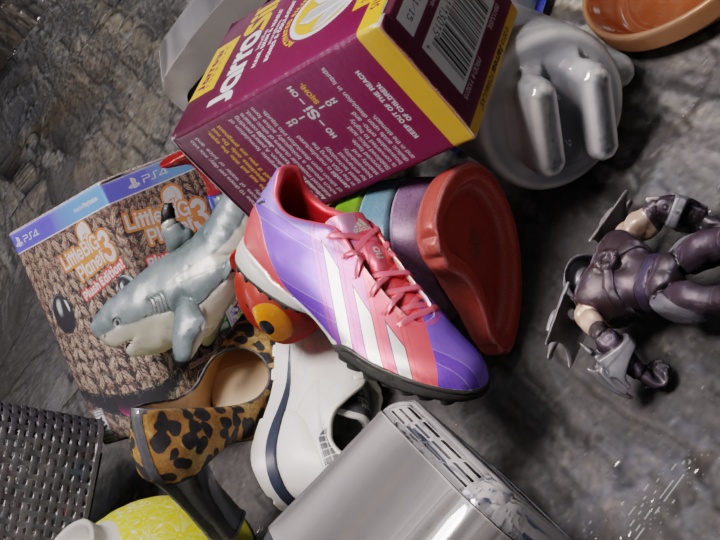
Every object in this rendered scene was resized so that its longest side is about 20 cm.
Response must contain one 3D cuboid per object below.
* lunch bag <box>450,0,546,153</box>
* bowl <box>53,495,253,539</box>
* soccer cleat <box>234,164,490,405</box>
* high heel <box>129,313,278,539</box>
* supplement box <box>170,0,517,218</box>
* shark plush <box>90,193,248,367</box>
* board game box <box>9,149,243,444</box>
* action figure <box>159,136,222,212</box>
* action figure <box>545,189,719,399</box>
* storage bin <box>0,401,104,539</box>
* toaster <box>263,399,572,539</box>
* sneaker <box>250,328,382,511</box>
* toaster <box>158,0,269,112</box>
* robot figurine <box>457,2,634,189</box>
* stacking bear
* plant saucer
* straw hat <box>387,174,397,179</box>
[{"bbox_3d":[0.057,-0.218,1.112,0.123,0.169,0.202,-20,39,54],"label":"lunch bag"},{"bbox_3d":[-0.180,0.243,1.009,0.200,0.107,0.201,-39,29,27],"label":"bowl"},{"bbox_3d":[0.002,0.008,0.828,0.199,0.068,0.074,35,116,34],"label":"soccer cleat"},{"bbox_3d":[-0.106,0.075,0.979,0.070,0.143,0.202,-7,50,21],"label":"high heel"},{"bbox_3d":[-0.011,-0.130,0.913,0.199,0.103,0.132,-22,35,40],"label":"supplement box"},{"bbox_3d":[-0.121,-0.016,1.009,0.201,0.083,0.091,-59,-3,21],"label":"shark plush"},{"bbox_3d":[-0.181,0.025,1.151,0.096,0.202,0.159,-27,4,-43],"label":"board game box"},{"bbox_3d":[-0.091,-0.022,1.086,0.051,0.201,0.066,-24,28,17],"label":"action figure"},{"bbox_3d":[0.177,0.007,0.763,0.199,0.069,0.132,-9,57,60],"label":"action figure"},{"bbox_3d":[-0.283,0.216,1.138,0.135,0.092,0.203,165,115,-68],"label":"storage bin"},{"bbox_3d":[0.035,0.161,0.752,0.130,0.113,0.200,-50,25,0],"label":"toaster"},{"bbox_3d":[-0.019,0.081,0.999,0.080,0.076,0.202,-20,44,28],"label":"sneaker"},{"bbox_3d":[-0.082,-0.208,1.291,0.181,0.199,0.119,-45,23,13],"label":"toaster"},{"bbox_3d":[0.111,-0.128,0.974,0.167,0.115,0.200,-14,23,-15],"label":"robot figurine"},{"bbox_3d":[0.000,0.000,0.941,0.198,0.122,0.115,-13,38,30],"label":"stacking bear"},{"bbox_3d":[0.245,-0.238,0.981,0.200,0.032,0.202,-38,31,27],"label":"plant saucer"},{"bbox_3d":[-0.016,-0.080,1.143,0.085,0.201,0.202,38,92,23],"label":"straw hat"}]
